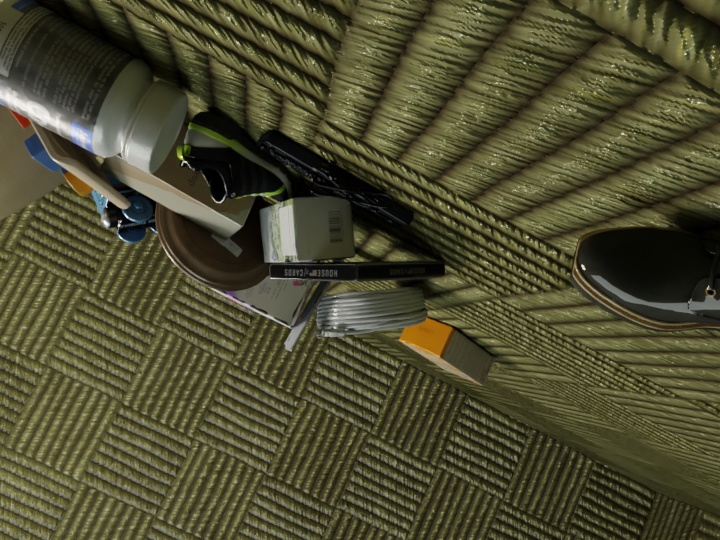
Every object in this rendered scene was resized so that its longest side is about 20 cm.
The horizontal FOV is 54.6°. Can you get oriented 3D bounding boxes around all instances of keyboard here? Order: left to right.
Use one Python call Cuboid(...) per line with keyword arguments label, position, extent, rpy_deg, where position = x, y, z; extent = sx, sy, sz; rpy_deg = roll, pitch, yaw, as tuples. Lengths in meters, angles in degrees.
Cuboid(label="keyboard", position=(-0.073, 0.047, 1.190), extent=(0.011, 0.202, 0.056), rpy_deg=(32, 170, -18))
Cuboid(label="keyboard", position=(-0.034, -0.094, 0.808), extent=(0.198, 0.040, 0.104), rpy_deg=(28, 172, -12))

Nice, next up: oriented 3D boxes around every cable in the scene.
Cuboid(label="cable", position=(0.018, 0.070, 1.226), extent=(0.196, 0.071, 0.200), rpy_deg=(-8, 177, 2))

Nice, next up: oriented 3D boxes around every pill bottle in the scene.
Cuboid(label="pill bottle", position=(-0.294, -0.194, 0.750), extent=(0.198, 0.115, 0.114), rpy_deg=(28, 171, -6))

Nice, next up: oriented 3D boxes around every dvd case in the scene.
Cuboid(label="dvd case", position=(0.000, 0.000, 0.930), extent=(0.148, 0.025, 0.198), rpy_deg=(0, -179, 39))

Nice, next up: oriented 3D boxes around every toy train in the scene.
Cuboid(label="toy train", position=(-0.316, -0.119, 1.093), extent=(0.115, 0.198, 0.087), rpy_deg=(61, 142, 16))

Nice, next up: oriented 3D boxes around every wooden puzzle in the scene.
Cuboid(label="wooden puzzle", position=(-0.410, -0.175, 0.938), extent=(0.201, 0.046, 0.185), rpy_deg=(51, 176, 13))

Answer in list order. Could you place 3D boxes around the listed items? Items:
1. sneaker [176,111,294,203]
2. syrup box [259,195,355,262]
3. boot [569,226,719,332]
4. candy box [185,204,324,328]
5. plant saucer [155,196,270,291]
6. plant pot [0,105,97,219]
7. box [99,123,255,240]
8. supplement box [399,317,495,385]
Cuboid(label="sneaker", position=(-0.160, -0.120, 0.873), extent=(0.071, 0.084, 0.200), rpy_deg=(20, 171, 34))
Cuboid(label="syrup box", position=(-0.078, -0.053, 0.952), extent=(0.080, 0.080, 0.200), rpy_deg=(-5, -178, -19))
Cuboid(label="boot", position=(0.246, -0.004, 0.442), extent=(0.196, 0.079, 0.139), rpy_deg=(12, 165, 8))
Cuboid(label="candy box", position=(-0.168, -0.021, 1.187), extent=(0.198, 0.170, 0.072), rpy_deg=(26, 172, 2))
Cuboid(label="plant saucer", position=(-0.204, -0.067, 1.034), extent=(0.198, 0.203, 0.029), rpy_deg=(30, 141, -22))
Cuboid(label="plant pot", position=(-0.565, -0.188, 1.150), extent=(0.187, 0.201, 0.187), rpy_deg=(40, 175, 4))
Cuboid(label="box", position=(-0.242, -0.136, 0.958), extent=(0.198, 0.096, 0.077), rpy_deg=(29, 156, -22))
Cuboid(label="supplement box", position=(0.196, 0.178, 1.562), extent=(0.125, 0.074, 0.199), rpy_deg=(18, 168, 46))
